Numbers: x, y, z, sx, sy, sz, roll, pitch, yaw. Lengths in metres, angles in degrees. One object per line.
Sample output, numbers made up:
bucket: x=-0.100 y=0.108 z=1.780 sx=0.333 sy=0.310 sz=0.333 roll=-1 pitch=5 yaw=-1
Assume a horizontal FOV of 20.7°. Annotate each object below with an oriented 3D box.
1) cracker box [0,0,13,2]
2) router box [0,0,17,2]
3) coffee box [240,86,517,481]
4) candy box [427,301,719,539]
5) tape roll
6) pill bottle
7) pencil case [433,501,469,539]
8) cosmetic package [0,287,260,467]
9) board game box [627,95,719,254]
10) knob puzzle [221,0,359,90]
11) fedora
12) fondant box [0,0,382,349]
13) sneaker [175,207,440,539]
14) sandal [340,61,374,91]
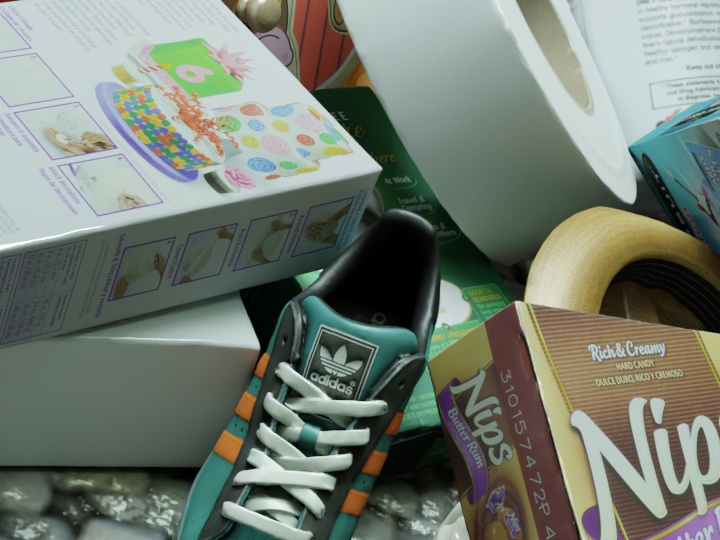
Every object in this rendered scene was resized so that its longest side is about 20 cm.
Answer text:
cracker box: x=-0.125 y=-0.177 z=1.060 sx=0.199 sy=0.058 sz=0.134 roll=-30 pitch=52 yaw=-16
router box: x=-0.159 y=-0.225 z=1.035 sx=0.178 sy=0.049 sz=0.201 roll=15 pitch=53 yaw=22
coffee box: x=0.000 y=0.000 z=0.919 sx=0.122 sy=0.044 sz=0.201 roll=-10 pitch=56 yaw=-41
candy box: x=0.124 y=0.084 z=0.738 sx=0.199 sy=0.056 sz=0.118 roll=11 pitch=56 yaw=-40
tape roll: x=0.060 y=-0.107 z=0.959 sx=0.203 sy=0.070 sz=0.203 roll=54 pitch=19 yaw=-28
pill bottle: x=0.156 y=-0.137 z=1.090 sx=0.113 sy=0.113 sz=0.202 roll=-3 pitch=82 yaw=-33
pencil case: x=0.036 y=0.162 z=0.697 sx=0.089 sy=0.078 sz=0.200 roll=45 pitch=32 yaw=-8
cosmetic package: x=-0.152 y=0.022 z=0.808 sx=0.198 sy=0.072 sz=0.102 roll=3 pitch=37 yaw=-24
board game box: x=0.199 y=-0.011 z=0.921 sx=0.152 sy=0.047 sz=0.200 roll=59 pitch=-3 yaw=-1
knob puzzle: x=-0.040 y=-0.157 z=0.996 sx=0.219 sy=0.222 sz=0.030 roll=-14 pitch=25 yaw=-43
fedora: x=0.124 y=0.074 z=0.850 sx=0.200 sy=0.082 sz=0.202 roll=22 pitch=51 yaw=-29
fondant box: x=-0.112 y=-0.048 z=0.807 sx=0.199 sy=0.059 sz=0.144 roll=-15 pitch=49 yaw=-38
sneaker: x=-0.020 y=0.058 z=0.776 sx=0.071 sy=0.080 sz=0.201 roll=21 pitch=55 yaw=5
sandal: x=-0.033 y=-0.130 z=1.086 sx=0.206 sy=0.080 sz=0.059 roll=28 pitch=-12 yaw=10
